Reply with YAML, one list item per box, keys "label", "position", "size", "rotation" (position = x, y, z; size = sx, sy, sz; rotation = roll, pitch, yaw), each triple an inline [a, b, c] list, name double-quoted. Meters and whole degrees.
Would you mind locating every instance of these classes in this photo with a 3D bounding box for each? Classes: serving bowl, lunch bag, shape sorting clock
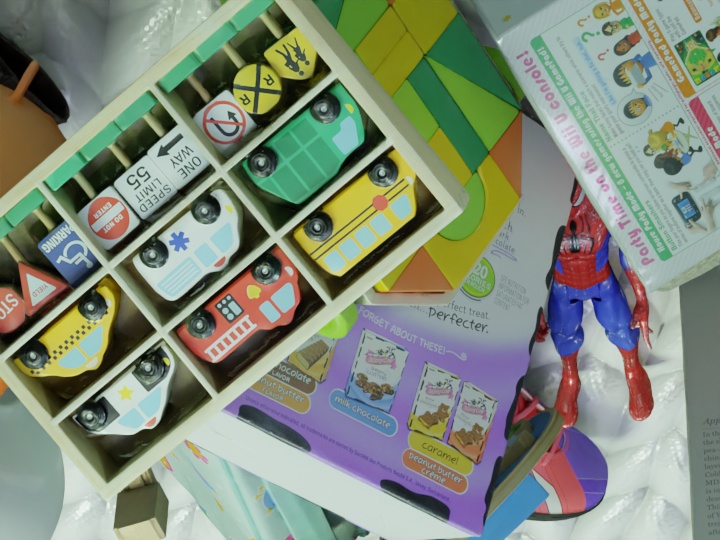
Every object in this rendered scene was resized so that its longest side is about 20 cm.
- label: "serving bowl"
  position: [-0.224, 0.064, 1.348]
  size: [0.200, 0.200, 0.066]
  rotation: [32, 106, -33]
- label: "lunch bag"
  position: [-0.067, 0.064, 1.344]
  size: [0.077, 0.160, 0.201]
  rotation: [-38, 141, -13]
- label: "shape sorting clock"
  position: [0.025, 0.138, 1.330]
  size: [0.039, 0.200, 0.200]
  rotation: [47, 131, -5]

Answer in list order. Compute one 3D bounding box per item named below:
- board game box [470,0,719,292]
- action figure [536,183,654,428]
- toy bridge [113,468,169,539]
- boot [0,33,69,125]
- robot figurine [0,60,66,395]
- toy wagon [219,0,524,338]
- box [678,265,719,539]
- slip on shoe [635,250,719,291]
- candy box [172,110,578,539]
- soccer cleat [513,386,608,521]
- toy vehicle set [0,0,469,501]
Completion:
- label: "board game box"
  position: [0.165, -0.106, 1.114]
  size: [0.199, 0.064, 0.148]
  rotation: [-32, 121, 5]
- label: "action figure"
  position: [0.115, 0.011, 1.362]
  size: [0.065, 0.052, 0.201]
  rotation: [-2, 140, 12]
- label: "toy bridge"
  position: [-0.147, 0.056, 1.407]
  size: [0.027, 0.067, 0.201]
  rotation: [-16, 124, 11]
- label: "boot"
  position: [-0.256, -0.088, 1.252]
  size: [0.166, 0.073, 0.200]
  rotation: [-34, 130, 22]
- label: "robot figurine"
  position: [-0.192, -0.009, 1.206]
  size: [0.143, 0.117, 0.200]
  rotation: [-4, 145, -31]
- label: "toy wagon"
  position: [-0.006, -0.076, 1.144]
  size: [0.039, 0.155, 0.200]
  rotation: [1, 136, 48]
- label: "box"
  position: [0.218, 0.105, 1.350]
  size: [0.097, 0.201, 0.125]
  rotation: [-6, 141, 11]
- label: "slip on shoe"
  position: [0.144, -0.044, 1.270]
  size: [0.074, 0.061, 0.200]
  rotation: [-32, 154, 8]
- label: "candy box"
  position: [0.000, 0.000, 1.220]
  size: [0.167, 0.201, 0.071]
  rotation: [29, 158, -30]
- label: "soccer cleat"
  position: [0.063, 0.075, 1.432]
  size: [0.199, 0.069, 0.073]
  rotation: [26, 133, -24]
- label: "toy vehicle set"
  position: [-0.069, -0.014, 1.088]
  size: [0.200, 0.027, 0.124]
  rotation: [-39, 96, 17]
